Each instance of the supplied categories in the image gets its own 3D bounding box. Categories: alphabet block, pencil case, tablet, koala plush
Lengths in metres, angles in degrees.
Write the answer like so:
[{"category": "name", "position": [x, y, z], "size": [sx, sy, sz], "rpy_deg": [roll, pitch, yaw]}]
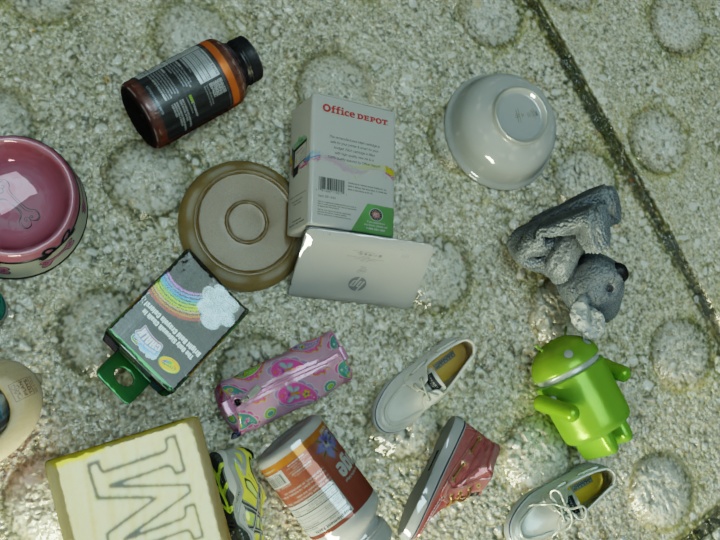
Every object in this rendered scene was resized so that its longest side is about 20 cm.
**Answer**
[{"category": "alphabet block", "position": [-0.285, 0.312, 1.209], "size": [0.194, 0.195, 0.202], "rpy_deg": [-14, 85, -21]}, {"category": "pencil case", "position": [-0.111, 0.162, 1.349], "size": [0.198, 0.087, 0.088], "rpy_deg": [-23, 87, -21]}, {"category": "tablet", "position": [0.000, 0.000, 1.404], "size": [0.198, 0.131, 0.014], "rpy_deg": [8, 38, -16]}, {"category": "koala plush", "position": [0.348, -0.001, 1.491], "size": [0.202, 0.182, 0.177], "rpy_deg": [62, 28, -9]}]

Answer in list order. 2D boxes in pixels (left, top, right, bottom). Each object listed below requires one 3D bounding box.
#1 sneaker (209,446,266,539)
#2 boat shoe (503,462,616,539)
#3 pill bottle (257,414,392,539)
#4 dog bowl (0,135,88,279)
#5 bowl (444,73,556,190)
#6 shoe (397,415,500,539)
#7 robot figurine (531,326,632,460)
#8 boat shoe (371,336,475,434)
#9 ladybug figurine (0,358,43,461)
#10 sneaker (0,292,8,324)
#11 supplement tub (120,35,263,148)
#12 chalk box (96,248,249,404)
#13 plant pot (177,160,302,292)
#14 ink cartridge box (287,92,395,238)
[{"category": "sneaker", "position": [-0.158, 0.342, 1.306], "size": [0.076, 0.075, 0.203], "rpy_deg": [-15, 95, -46]}, {"category": "boat shoe", "position": [0.315, 0.361, 1.445], "size": [0.200, 0.086, 0.075], "rpy_deg": [-25, 88, -21]}, {"category": "pill bottle", "position": [-0.046, 0.314, 1.326], "size": [0.112, 0.112, 0.201], "rpy_deg": [-38, 93, -20]}, {"category": "dog bowl", "position": [-0.474, -0.093, 1.288], "size": [0.198, 0.074, 0.203], "rpy_deg": [4, 78, -17]}, {"category": "bowl", "position": [0.243, -0.239, 1.536], "size": [0.199, 0.090, 0.204], "rpy_deg": [3, 79, -17]}, {"category": "shoe", "position": [0.135, 0.324, 1.402], "size": [0.090, 0.072, 0.201], "rpy_deg": [31, 67, -4]}, {"category": "robot figurine", "position": [0.342, 0.191, 1.470], "size": [0.175, 0.115, 0.202], "rpy_deg": [-25, 86, -37]}, {"category": "boat shoe", "position": [0.099, 0.171, 1.421], "size": [0.199, 0.070, 0.071], "rpy_deg": [-38, 92, -21]}, {"category": "ladybug figurine", "position": [-0.504, 0.192, 1.224], "size": [0.199, 0.072, 0.137], "rpy_deg": [-27, 88, -20]}, {"category": "sneaker", "position": [-0.551, 0.003, 1.219], "size": [0.199, 0.121, 0.084], "rpy_deg": [33, 72, -9]}, {"category": "supplement tub", "position": [-0.241, -0.268, 1.378], "size": [0.199, 0.107, 0.108], "rpy_deg": [-33, 90, -21]}, {"category": "chalk box", "position": [-0.270, 0.091, 1.292], "size": [0.125, 0.124, 0.200], "rpy_deg": [45, 71, -6]}, {"category": "plant pot", "position": [-0.171, -0.070, 1.405], "size": [0.198, 0.027, 0.203], "rpy_deg": [3, 78, -16]}, {"category": "ink cartridge box", "position": [-0.028, -0.148, 1.421], "size": [0.143, 0.084, 0.203], "rpy_deg": [8, 76, -28]}]
